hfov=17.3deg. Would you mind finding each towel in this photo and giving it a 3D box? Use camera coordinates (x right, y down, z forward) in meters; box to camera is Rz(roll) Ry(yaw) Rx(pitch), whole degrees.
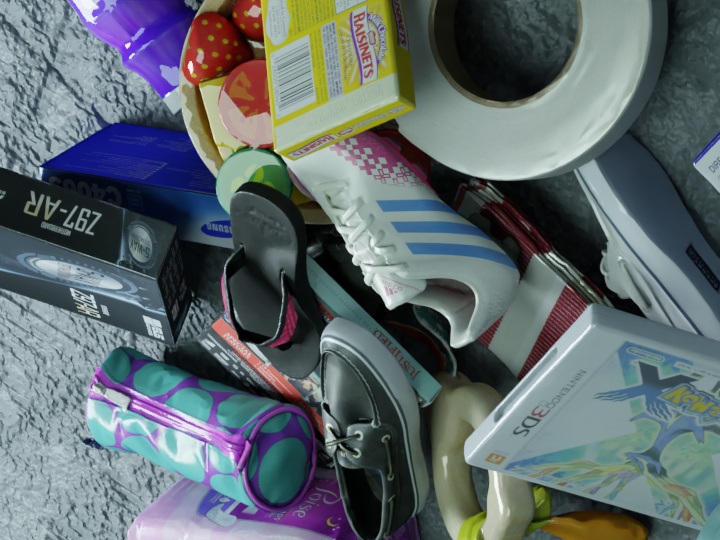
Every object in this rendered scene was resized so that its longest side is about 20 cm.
[{"bbox_3d":[0.129,0.038,1.633,0.200,0.023,0.144,45,151,14],"label":"towel"}]

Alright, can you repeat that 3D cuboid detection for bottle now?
[{"bbox_3d":[-0.172,-0.207,1.706,0.065,0.083,0.201,-33,91,40],"label":"bottle"}]

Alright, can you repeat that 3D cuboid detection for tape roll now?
[{"bbox_3d":[0.099,-0.158,1.527,0.202,0.037,0.204,1,93,25],"label":"tape roll"}]

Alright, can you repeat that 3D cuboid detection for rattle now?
[{"bbox_3d":[0.112,0.107,1.703,0.131,0.142,0.201,85,169,-54],"label":"rattle"}]

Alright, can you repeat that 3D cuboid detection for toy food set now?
[{"bbox_3d":[-0.026,-0.125,1.621,0.199,0.049,0.199,-15,98,6],"label":"toy food set"}]

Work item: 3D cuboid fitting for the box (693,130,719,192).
[{"bbox_3d":[0.338,-0.066,1.412,0.200,0.105,0.184,46,131,5],"label":"box"}]

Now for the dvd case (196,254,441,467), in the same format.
[{"bbox_3d":[-0.034,0.067,1.736,0.146,0.022,0.200,44,153,-3],"label":"dvd case"}]

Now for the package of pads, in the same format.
[{"bbox_3d":[-0.067,0.204,1.819,0.199,0.120,0.076,5,121,33],"label":"package of pads"}]

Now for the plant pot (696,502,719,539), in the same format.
[{"bbox_3d":[0.299,0.210,1.542,0.134,0.199,0.201,31,132,52],"label":"plant pot"}]

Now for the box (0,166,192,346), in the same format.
[{"bbox_3d":[-0.210,-0.011,1.757,0.159,0.044,0.200,19,165,4],"label":"box"}]

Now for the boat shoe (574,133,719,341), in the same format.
[{"bbox_3d":[0.191,-0.005,1.566,0.065,0.074,0.201,-33,91,37],"label":"boat shoe"}]

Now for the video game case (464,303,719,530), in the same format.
[{"bbox_3d":[0.196,0.102,1.562,0.199,0.022,0.182,17,141,-18],"label":"video game case"}]

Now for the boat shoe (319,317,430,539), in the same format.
[{"bbox_3d":[0.004,0.119,1.675,0.068,0.057,0.201,21,144,34],"label":"boat shoe"}]

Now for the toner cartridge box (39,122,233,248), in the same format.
[{"bbox_3d":[-0.130,-0.063,1.744,0.199,0.095,0.043,10,121,31],"label":"toner cartridge box"}]

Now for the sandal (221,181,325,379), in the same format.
[{"bbox_3d":[-0.068,0.016,1.631,0.075,0.045,0.200,23,149,19],"label":"sandal"}]

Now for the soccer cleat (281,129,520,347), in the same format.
[{"bbox_3d":[0.017,-0.029,1.561,0.200,0.087,0.070,36,150,-6],"label":"soccer cleat"}]

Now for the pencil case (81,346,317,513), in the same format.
[{"bbox_3d":[-0.126,0.122,1.815,0.199,0.092,0.086,16,85,41],"label":"pencil case"}]

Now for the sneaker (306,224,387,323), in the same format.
[{"bbox_3d":[0.000,0.000,1.706,0.200,0.076,0.091,-15,113,53],"label":"sneaker"}]

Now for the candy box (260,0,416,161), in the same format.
[{"bbox_3d":[-0.019,-0.179,1.545,0.102,0.026,0.201,-20,62,29],"label":"candy box"}]
